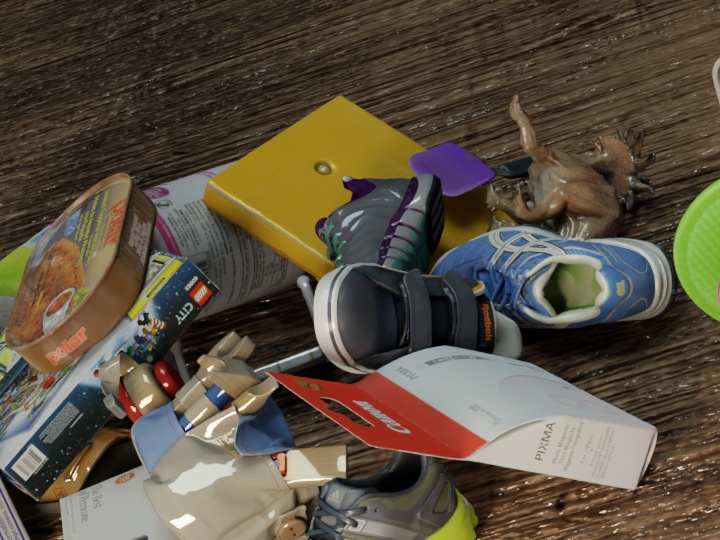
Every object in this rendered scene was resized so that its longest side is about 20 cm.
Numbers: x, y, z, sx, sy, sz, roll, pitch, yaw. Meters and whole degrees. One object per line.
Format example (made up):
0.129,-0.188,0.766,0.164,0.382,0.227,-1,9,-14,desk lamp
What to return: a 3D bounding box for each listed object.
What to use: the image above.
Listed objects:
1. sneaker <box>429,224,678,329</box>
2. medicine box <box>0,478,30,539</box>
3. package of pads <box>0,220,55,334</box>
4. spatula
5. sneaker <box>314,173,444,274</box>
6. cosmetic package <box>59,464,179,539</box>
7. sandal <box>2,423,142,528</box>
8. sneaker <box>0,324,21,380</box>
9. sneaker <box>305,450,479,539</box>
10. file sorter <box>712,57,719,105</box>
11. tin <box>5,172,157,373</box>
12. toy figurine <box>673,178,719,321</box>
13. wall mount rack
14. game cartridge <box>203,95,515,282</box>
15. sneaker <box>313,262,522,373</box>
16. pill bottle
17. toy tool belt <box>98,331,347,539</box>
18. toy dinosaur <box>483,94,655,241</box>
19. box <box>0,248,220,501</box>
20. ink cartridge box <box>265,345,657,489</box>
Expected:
0.126,0.004,1.659,0.200,0.076,0.077,-4,2,38,sneaker
-0.349,0.176,1.567,0.103,0.182,0.200,3,32,44,medicine box
-0.229,0.009,1.972,0.200,0.068,0.155,2,32,43,package of pads
0.111,-0.084,1.865,0.057,0.021,0.200,38,24,27,spatula
0.000,0.000,1.702,0.088,0.074,0.200,6,38,15,sneaker
-0.150,0.198,1.521,0.083,0.051,0.200,-21,23,-2,cosmetic package
-0.210,0.141,1.687,0.200,0.055,0.082,-14,24,15,sandal
-0.286,0.093,1.832,0.076,0.075,0.200,-17,22,7,sneaker
-0.014,0.175,1.421,0.074,0.081,0.200,6,35,47,sneaker
0.378,-0.156,1.763,0.139,0.125,0.200,1,32,41,file sorter
-0.204,0.001,1.700,0.112,0.042,0.200,-39,23,23,tin
0.298,0.046,1.437,0.200,0.150,0.184,6,41,1,toy figurine
-0.085,0.055,1.758,0.200,0.075,0.174,-20,-5,-2,wall mount rack
0.006,-0.046,1.814,0.200,0.032,0.176,35,45,20,game cartridge
0.044,0.035,1.585,0.079,0.078,0.200,-6,-10,29,sneaker
-0.111,-0.027,1.866,0.200,0.113,0.113,-20,19,-36,pill bottle
-0.084,0.107,1.542,0.123,0.125,0.200,-37,42,5,toy tool belt
0.172,-0.054,1.779,0.135,0.086,0.200,13,40,-10,toy dinosaur
-0.202,0.069,1.677,0.200,0.038,0.137,-49,22,-12,box
0.064,0.083,1.465,0.200,0.057,0.163,17,6,-30,ink cartridge box
